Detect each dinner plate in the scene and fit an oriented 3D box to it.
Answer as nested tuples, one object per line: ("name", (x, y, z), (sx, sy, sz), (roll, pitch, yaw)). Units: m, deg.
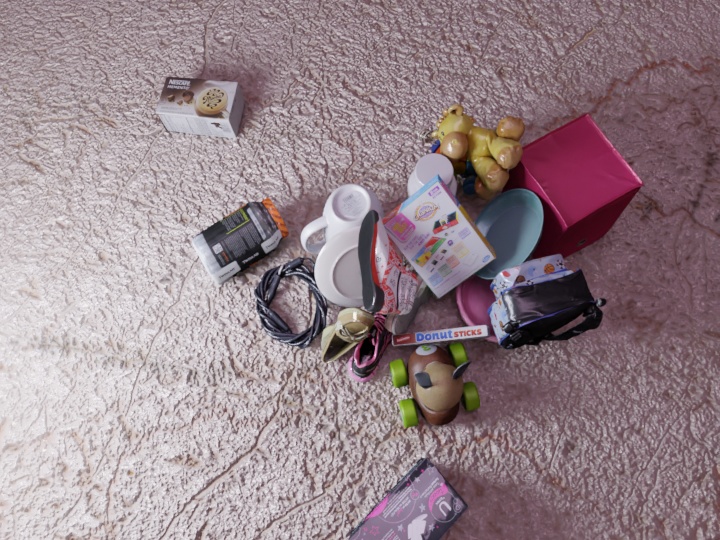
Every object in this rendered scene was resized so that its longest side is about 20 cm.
("dinner plate", (0.000, 0.000, 1.162), (0.194, 0.205, 0.025), (-18, 36, -5))

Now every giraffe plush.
("giraffe plush", (0.233, -0.270, 1.153), (0.157, 0.175, 0.204), (19, 42, -10))

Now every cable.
("cable", (-0.152, 0.074, 1.213), (0.157, 0.051, 0.206), (-14, 69, -2))

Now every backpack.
("backpack", (0.328, 0.070, 1.056), (0.192, 0.192, 0.159), (-10, 63, -6))

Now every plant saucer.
("plant saucer", (0.300, 0.059, 1.191), (0.192, 0.051, 0.208), (-1, 69, 3))
("plant saucer", (0.304, -0.070, 1.145), (0.035, 0.197, 0.206), (27, 67, -30))

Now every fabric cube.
("fabric cube", (0.440, -0.165, 1.191), (0.191, 0.201, 0.204), (-25, 68, -8))

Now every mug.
("mug", (-0.037, -0.094, 1.204), (0.194, 0.176, 0.151), (-21, 68, -5))

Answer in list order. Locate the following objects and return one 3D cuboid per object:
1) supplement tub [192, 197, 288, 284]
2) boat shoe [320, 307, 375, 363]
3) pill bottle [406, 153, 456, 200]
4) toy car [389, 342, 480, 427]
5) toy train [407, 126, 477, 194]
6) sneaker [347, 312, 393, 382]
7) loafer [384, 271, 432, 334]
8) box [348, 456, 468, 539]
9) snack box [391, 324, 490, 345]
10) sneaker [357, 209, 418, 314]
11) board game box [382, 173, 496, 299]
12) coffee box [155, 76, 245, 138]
("supplement tub", (-0.266, -0.070, 1.238), (0.197, 0.123, 0.124), (-32, 69, -9))
("boat shoe", (-0.030, 0.132, 1.107), (0.071, 0.200, 0.065), (23, 60, -19))
("pill bottle", (0.154, -0.162, 1.206), (0.107, 0.201, 0.115), (-1, 68, 2))
("toy car", (0.146, 0.205, 1.061), (0.158, 0.201, 0.163), (-14, 67, -3))
("toy train", (0.193, -0.250, 1.261), (0.193, 0.085, 0.120), (12, 60, -22))
("sneaker", (0.035, 0.132, 1.155), (0.077, 0.096, 0.205), (20, 69, 13))
("loafer", (0.095, 0.064, 1.167), (0.061, 0.074, 0.200), (18, 37, 25))
("box", (0.084, 0.457, 1.003), (0.199, 0.133, 0.115), (-41, 75, -12))
("snack box", (0.166, 0.134, 1.129), (0.193, 0.072, 0.025), (-8, 80, 18))
("sneaker", (0.055, -0.012, 1.083), (0.105, 0.067, 0.209), (10, 64, -28))
("board game box", (0.158, -0.065, 1.118), (0.151, 0.041, 0.201), (-35, 105, 21))
("coffee box", (-0.405, -0.416, 1.406), (0.192, 0.080, 0.117), (7, 70, 6))
